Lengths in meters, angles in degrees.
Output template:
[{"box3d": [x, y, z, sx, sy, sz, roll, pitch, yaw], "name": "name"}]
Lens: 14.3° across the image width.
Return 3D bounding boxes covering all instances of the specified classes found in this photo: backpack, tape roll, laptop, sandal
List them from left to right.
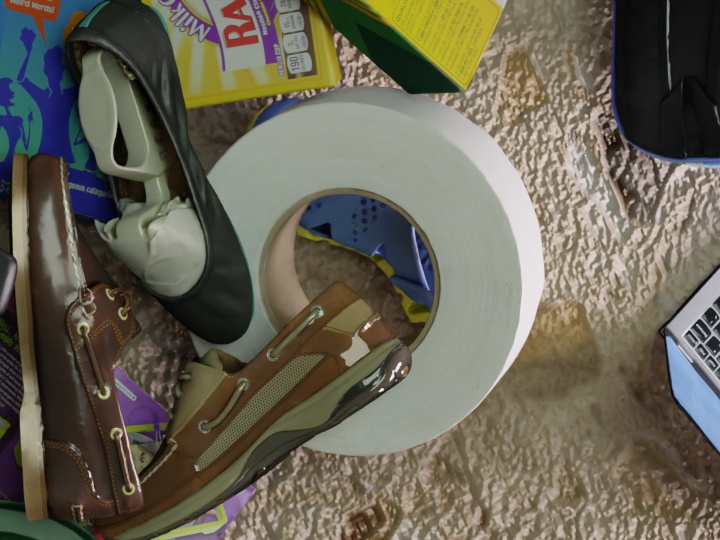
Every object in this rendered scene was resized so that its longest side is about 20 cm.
[{"box3d": [0.000, 0.000, 1.616, 0.201, 0.071, 0.204, 3, 103, 13], "name": "tape roll"}, {"box3d": [0.020, -0.033, 1.680, 0.200, 0.087, 0.080, 36, 73, -13], "name": "sandal"}, {"box3d": [0.250, -0.159, 1.740, 0.146, 0.182, 0.201, 6, 91, -42], "name": "backpack"}, {"box3d": [0.283, 0.083, 1.757, 0.200, 0.116, 0.187, -45, 101, -21], "name": "laptop"}]

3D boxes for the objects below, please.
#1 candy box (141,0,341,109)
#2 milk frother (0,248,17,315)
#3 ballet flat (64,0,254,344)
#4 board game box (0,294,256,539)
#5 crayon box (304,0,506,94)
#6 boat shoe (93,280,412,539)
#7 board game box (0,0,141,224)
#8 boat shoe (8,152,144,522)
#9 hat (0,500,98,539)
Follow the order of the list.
[{"box3d": [-0.079, -0.192, 1.578, 0.102, 0.026, 0.201, -8, 104, 14], "name": "candy box"}, {"box3d": [-0.296, 0.029, 1.485, 0.180, 0.188, 0.201, 37, 75, -20], "name": "milk frother"}, {"box3d": [-0.118, -0.047, 1.562, 0.068, 0.068, 0.201, -28, 100, -55], "name": "ballet flat"}, {"box3d": [-0.168, 0.106, 1.616, 0.200, 0.032, 0.120, 43, 74, -13], "name": "board game box"}, {"box3d": [0.005, -0.202, 1.555, 0.200, 0.051, 0.128, 40, 66, -36], "name": "crayon box"}, {"box3d": [-0.067, 0.078, 1.580, 0.199, 0.076, 0.074, -35, 87, 10], "name": "boat shoe"}, {"box3d": [-0.162, -0.133, 1.598, 0.152, 0.045, 0.201, 13, 84, -45], "name": "board game box"}, {"box3d": [-0.152, 0.035, 1.539, 0.070, 0.070, 0.201, -4, 101, -1], "name": "boat shoe"}, {"box3d": [-0.172, 0.213, 1.503, 0.199, 0.176, 0.167, -3, 93, -15], "name": "hat"}]
